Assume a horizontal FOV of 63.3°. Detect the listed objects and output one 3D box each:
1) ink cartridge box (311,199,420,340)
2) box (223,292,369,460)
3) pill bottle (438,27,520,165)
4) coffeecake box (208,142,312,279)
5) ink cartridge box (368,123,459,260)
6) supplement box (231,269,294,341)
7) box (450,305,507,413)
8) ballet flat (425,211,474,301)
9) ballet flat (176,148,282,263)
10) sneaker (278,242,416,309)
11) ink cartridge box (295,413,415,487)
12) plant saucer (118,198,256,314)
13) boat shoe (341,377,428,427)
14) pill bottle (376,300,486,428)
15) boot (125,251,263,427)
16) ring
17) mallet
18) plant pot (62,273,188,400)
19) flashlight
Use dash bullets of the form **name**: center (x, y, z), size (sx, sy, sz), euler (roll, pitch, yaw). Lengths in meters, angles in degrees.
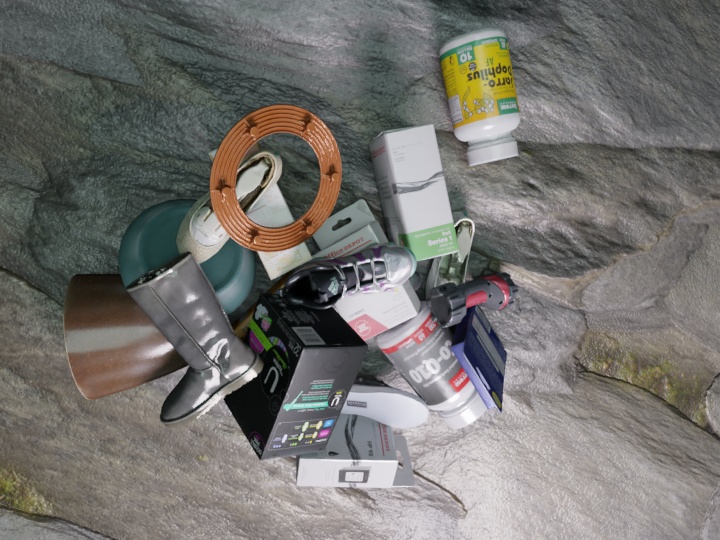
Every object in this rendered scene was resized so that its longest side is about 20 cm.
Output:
- **ink cartridge box**: center (0.000, 0.000, 0.941), size (0.116, 0.067, 0.201), euler (-28, 93, 16)
- **box**: center (-0.103, 0.159, 0.893), size (0.123, 0.148, 0.201), euler (5, 117, -40)
- **pill bottle**: center (0.202, -0.282, 0.968), size (0.112, 0.113, 0.202), euler (-13, 96, -7)
- **coffeecake box**: center (-0.153, -0.097, 0.910), size (0.073, 0.153, 0.201), euler (-26, 97, -6)
- **ink cartridge box**: center (0.082, -0.124, 0.947), size (0.083, 0.146, 0.202), euler (-13, 97, -8)
- **supplement box**: center (-0.142, 0.071, 0.971), size (0.200, 0.069, 0.067), euler (-45, 102, -5)
- **box**: center (0.197, 0.141, 0.965), size (0.032, 0.200, 0.122), euler (-29, 99, 23)
- **ballet flat**: center (0.157, -0.003, 1.008), size (0.069, 0.069, 0.202), euler (11, 93, -9)
- **ballet flat**: center (-0.184, -0.091, 0.797), size (0.067, 0.062, 0.200), euler (40, 89, -11)
- **sneaker**: center (-0.021, 0.016, 0.840), size (0.198, 0.140, 0.078), euler (-14, 98, 16)
- **ink cartridge box**: center (-0.007, 0.294, 0.976), size (0.198, 0.116, 0.067), euler (4, 121, -9)
- **plant saucer**: center (-0.247, -0.022, 0.853), size (0.198, 0.036, 0.202), euler (9, 66, -20)
- **boat shoe**: center (0.018, 0.214, 0.995), size (0.198, 0.066, 0.071), euler (5, 117, 7)
- **pill bottle**: center (0.129, 0.162, 0.993), size (0.114, 0.114, 0.200), euler (-39, 99, -3)
- **boot**: center (-0.249, 0.098, 0.795), size (0.181, 0.073, 0.201), euler (-36, 122, -5)
- **ring**: center (-0.106, -0.119, 0.784), size (0.199, 0.019, 0.202), euler (-17, 121, -31)
- **mallet**: center (0.013, -0.016, 1.005), size (0.199, 0.066, 0.041), euler (26, 91, 5)
- **plant pot**: center (-0.313, 0.085, 0.886), size (0.198, 0.187, 0.189), euler (-8, 96, -8)
- **flashlight**: center (0.186, 0.049, 0.961), size (0.068, 0.199, 0.068), euler (35, 122, 30)
